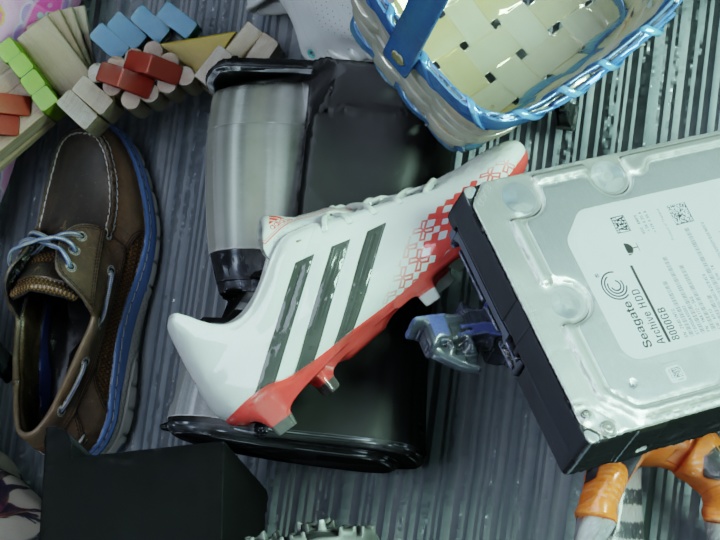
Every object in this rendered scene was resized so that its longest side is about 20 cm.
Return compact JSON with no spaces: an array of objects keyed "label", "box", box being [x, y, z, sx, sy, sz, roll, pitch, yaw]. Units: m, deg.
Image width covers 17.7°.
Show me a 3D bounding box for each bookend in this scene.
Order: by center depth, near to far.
[{"label":"bookend","box":[-0.057,0.177,1.152,0.197,0.092,0.202,-8,63,13]}]

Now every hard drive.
[{"label":"hard drive","box":[0.154,0.006,1.079,0.140,0.199,0.038,65,152,24]}]

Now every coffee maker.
[{"label":"coffee maker","box":[0.000,0.000,1.192,0.191,0.134,0.202,0,80,28]}]

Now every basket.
[{"label":"basket","box":[0.076,-0.148,1.077,0.176,0.200,0.139,-37,88,-21]}]

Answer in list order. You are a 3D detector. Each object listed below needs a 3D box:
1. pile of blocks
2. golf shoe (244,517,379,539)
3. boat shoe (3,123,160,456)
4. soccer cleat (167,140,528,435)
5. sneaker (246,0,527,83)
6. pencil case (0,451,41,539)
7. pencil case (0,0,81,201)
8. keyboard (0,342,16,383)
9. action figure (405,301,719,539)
[{"label":"pile of blocks","box":[-0.145,-0.116,1.296,0.198,0.062,0.083,-14,87,2]},{"label":"golf shoe","box":[-0.073,0.182,1.070,0.199,0.078,0.095,-24,81,3]},{"label":"boat shoe","box":[-0.163,0.008,1.318,0.072,0.072,0.202,-8,75,29]},{"label":"soccer cleat","box":[-0.004,-0.007,1.108,0.200,0.069,0.085,-42,93,-8]},{"label":"sneaker","box":[0.011,-0.132,1.257,0.200,0.075,0.089,37,104,40]},{"label":"pencil case","box":[-0.184,0.188,1.282,0.200,0.089,0.078,47,125,28]},{"label":"pencil case","box":[-0.225,-0.121,1.373,0.087,0.087,0.201,22,92,31]},{"label":"keyboard","box":[-0.272,0.005,1.363,0.040,0.104,0.200,-42,61,-8]},{"label":"action figure","box":[0.107,0.066,1.121,0.105,0.198,0.195,126,140,-57]}]
